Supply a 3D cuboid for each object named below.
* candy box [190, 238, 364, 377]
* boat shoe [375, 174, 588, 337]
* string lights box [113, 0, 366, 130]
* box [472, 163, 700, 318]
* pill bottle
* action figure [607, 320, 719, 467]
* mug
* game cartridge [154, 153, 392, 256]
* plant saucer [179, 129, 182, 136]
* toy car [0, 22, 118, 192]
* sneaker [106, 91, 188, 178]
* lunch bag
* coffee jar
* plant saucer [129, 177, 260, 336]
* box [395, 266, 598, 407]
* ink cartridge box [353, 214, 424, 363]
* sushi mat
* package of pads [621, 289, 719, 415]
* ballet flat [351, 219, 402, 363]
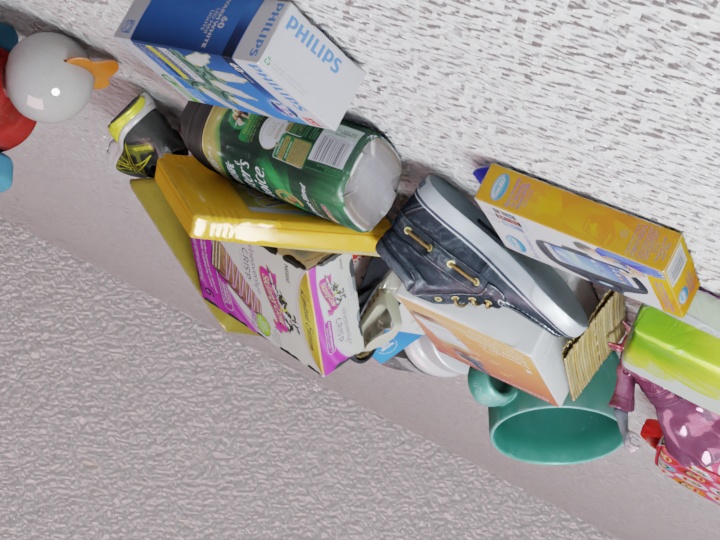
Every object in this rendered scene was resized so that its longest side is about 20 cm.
[{"bbox_3d":[-0.088,0.002,1.660,0.200,0.061,0.137,29,140,39],"label":"candy box"},{"bbox_3d":[0.110,0.009,1.510,0.200,0.091,0.071,42,-159,6],"label":"boat shoe"},{"bbox_3d":[-0.101,-0.177,1.352,0.200,0.059,0.103,17,164,47],"label":"string lights box"},{"bbox_3d":[0.182,-0.029,1.397,0.199,0.042,0.119,21,168,25],"label":"box"},{"bbox_3d":[0.082,0.064,1.919,0.114,0.114,0.200,31,169,-19],"label":"pill bottle"},{"bbox_3d":[0.317,0.108,1.657,0.200,0.134,0.149,47,-155,-26],"label":"action figure"},{"bbox_3d":[0.210,0.123,1.801,0.151,0.115,0.185,-8,148,16],"label":"mug"},{"bbox_3d":[-0.086,-0.066,1.583,0.199,0.033,0.176,6,-160,-23],"label":"game cartridge"},{"bbox_3d":[-0.120,-0.056,1.866,0.200,0.037,0.200,58,180,18],"label":"plant saucer"},{"bbox_3d":[-0.347,-0.195,1.757,0.199,0.185,0.177,-3,163,9],"label":"toy car"},{"bbox_3d":[-0.236,-0.128,1.858,0.085,0.074,0.200,47,172,6],"label":"sneaker"},{"bbox_3d":[0.406,0.218,1.911,0.176,0.082,0.200,27,171,12],"label":"lunch bag"},{"bbox_3d":[-0.067,-0.110,1.526,0.199,0.086,0.104,23,169,28],"label":"coffee jar"},{"bbox_3d":[-0.161,-0.022,1.859,0.200,0.048,0.200,56,-174,10],"label":"plant saucer"},{"bbox_3d":[0.143,0.037,1.640,0.152,0.107,0.200,24,169,22],"label":"box"},{"bbox_3d":[0.000,0.000,1.756,0.200,0.116,0.067,40,-157,-37],"label":"ink cartridge box"},{"bbox_3d":[0.227,0.067,1.596,0.012,0.096,0.200,37,173,17],"label":"sushi mat"},{"bbox_3d":[0.336,0.086,1.479,0.199,0.068,0.155,27,169,9],"label":"package of pads"},{"bbox_3d":[0.032,0.022,1.682,0.073,0.200,0.073,22,-143,-18],"label":"ballet flat"}]
